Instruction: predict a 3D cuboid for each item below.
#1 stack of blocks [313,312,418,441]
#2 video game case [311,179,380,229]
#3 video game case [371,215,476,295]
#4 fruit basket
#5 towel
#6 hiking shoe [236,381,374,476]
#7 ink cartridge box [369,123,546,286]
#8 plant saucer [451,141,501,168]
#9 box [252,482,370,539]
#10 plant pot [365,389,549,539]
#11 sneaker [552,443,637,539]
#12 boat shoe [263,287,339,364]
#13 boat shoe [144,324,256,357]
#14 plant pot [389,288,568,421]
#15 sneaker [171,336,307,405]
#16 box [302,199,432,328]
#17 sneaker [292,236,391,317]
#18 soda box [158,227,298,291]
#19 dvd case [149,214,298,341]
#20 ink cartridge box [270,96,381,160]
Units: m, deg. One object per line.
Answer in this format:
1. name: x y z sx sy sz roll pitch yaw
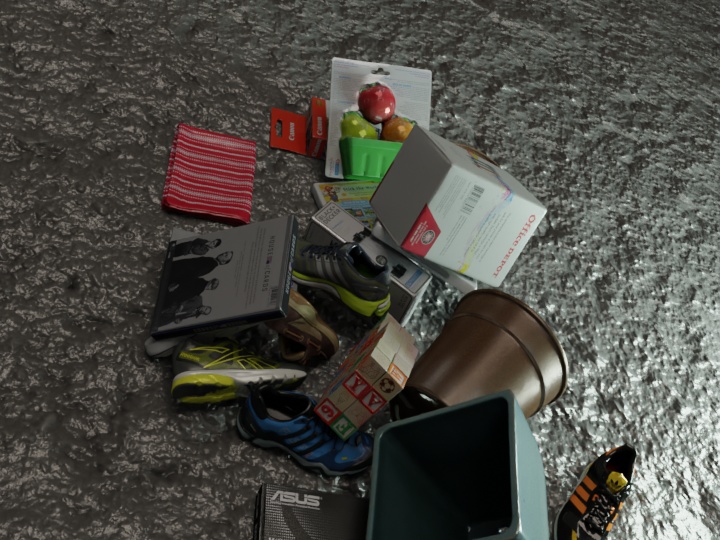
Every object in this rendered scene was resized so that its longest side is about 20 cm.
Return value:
1. stack of blocks: 0.019 0.130 1.241 0.059 0.115 0.200 44 22 -3
2. video game case: 0.035 -0.081 1.553 0.196 0.023 0.184 -7 54 -27
3. video game case: 0.105 -0.046 1.458 0.180 0.024 0.200 32 20 -5
4. fruit basket: 0.031 -0.252 1.575 0.181 0.094 0.205 3 82 -15
5. towel: -0.243 -0.158 1.500 0.142 0.023 0.203 12 47 -15
6. hiking shoe: -0.065 0.211 1.206 0.196 0.087 0.075 17 46 -8
7. ink cartridge box: 0.145 -0.095 1.379 0.198 0.147 0.145 21 20 -31
8. plant saucer: 0.184 -0.152 1.670 0.196 0.037 0.203 12 48 -13
9. box: -0.035 0.366 1.112 0.196 0.048 0.196 13 49 -14
10. plant pot: 0.139 0.305 1.124 0.201 0.193 0.199 53 29 -35
11. sneaker: 0.332 0.320 1.280 0.069 0.091 0.200 34 46 8
12. boat shoe: -0.086 0.089 1.259 0.071 0.201 0.072 31 77 22
13. boat shoe: -0.198 0.083 1.272 0.198 0.071 0.071 -27 106 -20
14. plant pot: 0.154 0.163 1.283 0.200 0.202 0.197 42 55 16
15. sneaker: -0.161 0.126 1.229 0.197 0.075 0.086 4 55 -35
16. box: 0.000 0.000 1.400 0.199 0.118 0.060 36 46 11
17. sneaker: -0.037 -0.014 1.327 0.197 0.082 0.074 25 40 9
18. soda box: -0.190 0.005 1.349 0.196 0.064 0.069 14 46 -11
19. dvd case: -0.180 0.009 1.217 0.196 0.025 0.153 -10 53 20
20. ink cartridge box: -0.060 -0.252 1.640 0.196 0.051 0.110 10 48 -16
